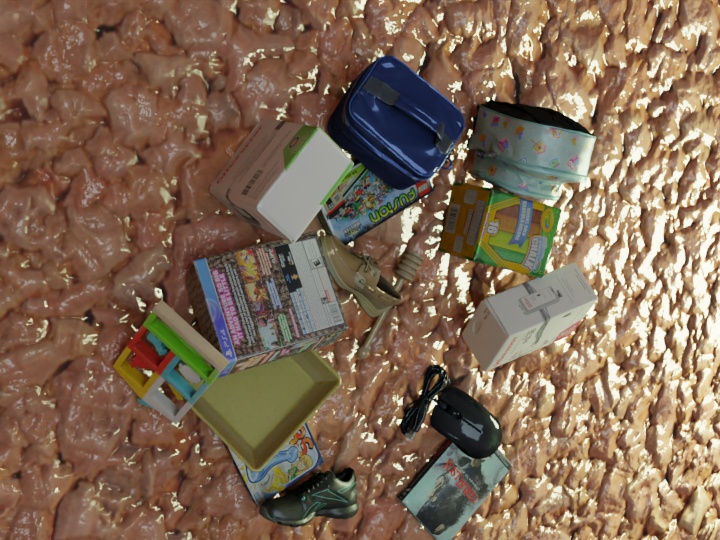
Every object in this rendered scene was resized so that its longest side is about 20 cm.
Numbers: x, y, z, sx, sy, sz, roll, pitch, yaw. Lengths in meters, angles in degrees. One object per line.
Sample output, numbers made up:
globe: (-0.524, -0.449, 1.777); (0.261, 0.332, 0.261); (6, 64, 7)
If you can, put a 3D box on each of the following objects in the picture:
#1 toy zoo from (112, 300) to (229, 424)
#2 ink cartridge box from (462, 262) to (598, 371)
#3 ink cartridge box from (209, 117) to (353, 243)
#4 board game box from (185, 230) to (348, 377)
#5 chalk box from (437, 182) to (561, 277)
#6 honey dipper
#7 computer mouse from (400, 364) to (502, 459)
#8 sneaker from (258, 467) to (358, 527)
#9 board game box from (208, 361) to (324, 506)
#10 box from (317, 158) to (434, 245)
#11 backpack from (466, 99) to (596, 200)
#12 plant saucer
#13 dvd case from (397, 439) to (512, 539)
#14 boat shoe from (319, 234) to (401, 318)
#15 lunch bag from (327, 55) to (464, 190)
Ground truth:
toy zoo: (-0.284, 0.144, 1.387); (0.131, 0.200, 0.020); (42, 41, -2)
ink cartridge box: (0.295, 0.083, 1.676); (0.198, 0.147, 0.083); (-20, 65, -23)
ink cartridge box: (-0.120, -0.137, 1.396); (0.084, 0.199, 0.146); (42, 81, -29)
board game box: (-0.142, 0.051, 1.437); (0.197, 0.097, 0.161); (-14, 76, -21)
chalk box: (0.256, -0.065, 1.644); (0.198, 0.123, 0.126); (11, 95, -28)
honey dipper: (0.046, 0.060, 1.611); (0.038, 0.038, 0.202); (29, 87, -28)
computer mouse: (0.178, 0.271, 1.692); (0.199, 0.053, 0.140); (33, 81, -19)
sneaker: (-0.084, 0.371, 1.579); (0.198, 0.075, 0.081); (3, 98, -44)
board game box: (-0.155, 0.261, 1.547); (0.134, 0.034, 0.202); (-31, 112, -19)
box: (0.018, -0.132, 1.560); (0.199, 0.035, 0.111); (-33, 113, -18)
backpack: (0.288, -0.199, 1.592); (0.174, 0.199, 0.156); (9, 96, -29)
plant saucer: (-0.164, 0.174, 1.477); (0.200, 0.048, 0.200); (44, 71, 2)
dvd case: (0.175, 0.386, 1.748); (0.200, 0.022, 0.146); (-46, 116, -14)
boat shoe: (0.000, 0.000, 1.525); (0.064, 0.072, 0.200); (-25, 139, 15)
lunch bag: (0.062, -0.222, 1.479); (0.199, 0.132, 0.137); (35, 75, -10)
